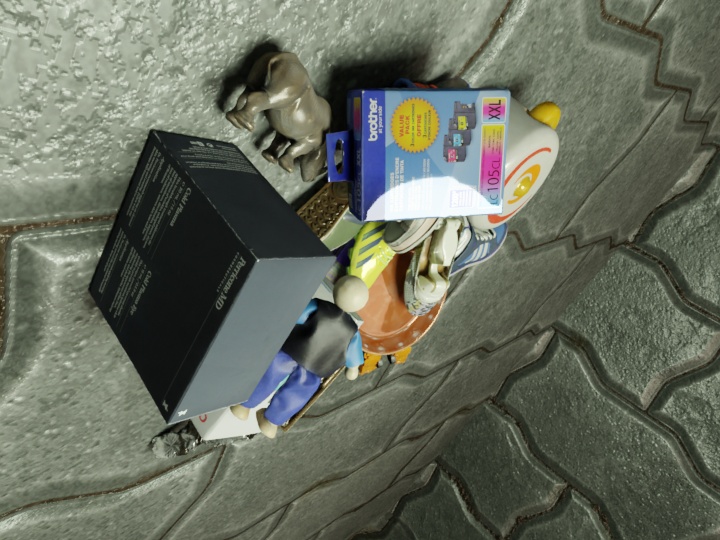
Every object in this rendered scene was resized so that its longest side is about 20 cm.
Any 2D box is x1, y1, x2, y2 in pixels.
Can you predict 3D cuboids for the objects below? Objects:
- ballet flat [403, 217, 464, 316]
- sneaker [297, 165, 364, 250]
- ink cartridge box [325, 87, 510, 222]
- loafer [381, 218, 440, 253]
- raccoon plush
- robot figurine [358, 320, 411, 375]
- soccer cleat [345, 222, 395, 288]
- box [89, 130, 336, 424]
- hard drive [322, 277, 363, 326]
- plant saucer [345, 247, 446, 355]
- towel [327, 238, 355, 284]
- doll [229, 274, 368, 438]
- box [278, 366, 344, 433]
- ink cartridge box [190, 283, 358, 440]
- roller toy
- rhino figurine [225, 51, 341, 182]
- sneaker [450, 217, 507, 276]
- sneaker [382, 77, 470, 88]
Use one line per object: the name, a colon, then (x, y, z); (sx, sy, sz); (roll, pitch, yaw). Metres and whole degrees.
ballet flat: (0.111, -0.008, 0.846); (0.071, 0.072, 0.203); (-15, 125, -44)
sneaker: (-0.010, -0.093, 0.756); (0.200, 0.067, 0.090); (-41, 167, -14)
ink cartridge box: (0.057, -0.129, 0.621); (0.196, 0.076, 0.139); (-4, 106, -12)
loafer: (0.088, -0.112, 0.722); (0.062, 0.072, 0.200); (24, 114, -42)
raccoon plush: (-0.230, 0.247, 0.940); (0.197, 0.098, 0.134); (-13, 162, 6)
robot figurine: (0.044, 0.122, 1.035); (0.143, 0.059, 0.201); (-14, 147, -15)
soccer cleat: (0.047, -0.056, 0.800); (0.202, 0.083, 0.065); (-63, 157, -10)
box: (-0.153, 0.006, 0.550); (0.103, 0.182, 0.201); (-3, 134, -52)
hard drive: (-0.101, 0.101, 0.819); (0.201, 0.132, 0.027); (-49, 153, 12)
plant saucer: (0.052, 0.038, 0.902); (0.198, 0.032, 0.203); (-13, 117, -26)
towel: (0.000, 0.000, 0.894); (0.200, 0.023, 0.144); (-48, 137, 1)
doll: (-0.063, 0.086, 0.615); (0.136, 0.049, 0.200); (38, 100, -19)
box: (-0.072, 0.186, 0.912); (0.164, 0.021, 0.200); (-49, 179, -13)
ink cartridge box: (-0.137, 0.093, 0.740); (0.201, 0.147, 0.145); (-50, 153, 13)
roller toy: (0.207, -0.165, 0.865); (0.199, 0.140, 0.184); (-31, 152, -26)
rhino figurine: (-0.065, -0.148, 0.589); (0.088, 0.059, 0.200); (-55, 157, -3)
sneaker: (0.212, -0.071, 1.077); (0.198, 0.081, 0.147); (-31, 156, -13)
sneaker: (0.067, -0.200, 0.692); (0.199, 0.075, 0.079); (-31, 148, -28)
